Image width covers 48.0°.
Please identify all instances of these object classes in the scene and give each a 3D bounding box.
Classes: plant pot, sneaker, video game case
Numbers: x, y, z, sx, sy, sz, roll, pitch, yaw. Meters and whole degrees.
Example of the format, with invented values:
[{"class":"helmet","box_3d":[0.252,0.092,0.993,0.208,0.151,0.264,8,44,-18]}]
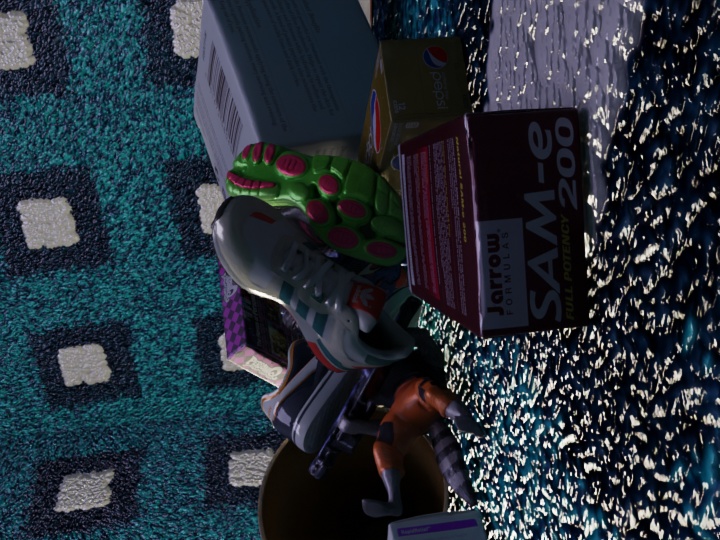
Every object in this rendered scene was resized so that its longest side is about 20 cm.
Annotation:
[{"class":"plant pot","box_3d":[0.013,0.270,0.834,0.201,0.184,0.188,69,-172,-51]},{"class":"sneaker","box_3d":[-0.021,0.082,0.813,0.079,0.200,0.079,26,151,32]},{"class":"sneaker","box_3d":[-0.028,0.010,0.641,0.200,0.093,0.071,50,-129,-32]},{"class":"video game case","box_3d":[-0.085,0.054,0.926,0.181,0.036,0.201,36,-154,-39]},{"class":"sneaker","box_3d":[0.000,0.000,0.776,0.079,0.200,0.075,52,141,-8]},{"class":"sneaker","box_3d":[-0.029,-0.057,0.702,0.077,0.199,0.084,-59,-35,-4]}]

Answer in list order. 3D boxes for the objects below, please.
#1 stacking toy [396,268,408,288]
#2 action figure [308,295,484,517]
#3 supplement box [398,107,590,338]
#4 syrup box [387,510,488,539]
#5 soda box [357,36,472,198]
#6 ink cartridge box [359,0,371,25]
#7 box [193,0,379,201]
[{"class":"stacking toy","box_3d":[0.022,0.070,0.969,0.086,0.084,0.202,-102,17,-48]},{"class":"action figure","box_3d":[0.036,0.140,0.724,0.201,0.104,0.194,-59,14,21]},{"class":"supplement box","box_3d":[0.069,-0.031,0.483,0.200,0.060,0.111,-137,41,-82]},{"class":"syrup box","box_3d":[0.073,0.290,0.601,0.201,0.080,0.079,-101,9,-46]},{"class":"soda box","box_3d":[0.039,-0.110,0.680,0.200,0.063,0.069,104,160,-72]},{"class":"ink cartridge box","box_3d":[-0.031,-0.387,1.090,0.201,0.066,0.117,-104,11,-45]},{"class":"box","box_3d":[-0.072,-0.165,0.882,0.201,0.169,0.201,116,136,-59]}]
